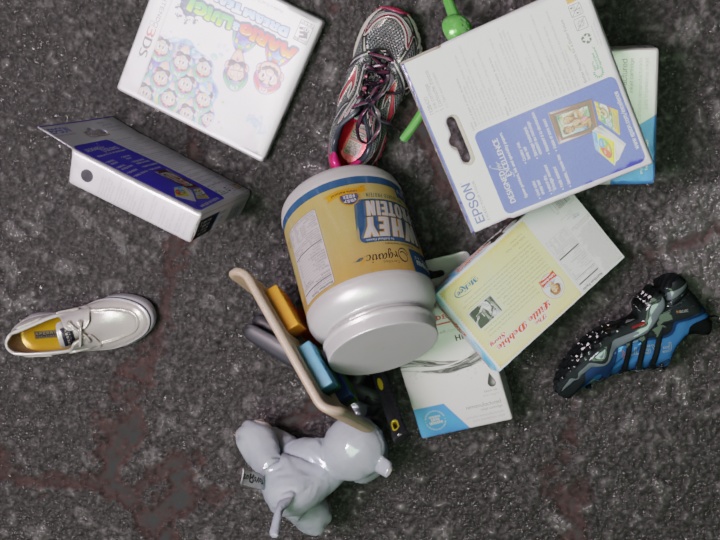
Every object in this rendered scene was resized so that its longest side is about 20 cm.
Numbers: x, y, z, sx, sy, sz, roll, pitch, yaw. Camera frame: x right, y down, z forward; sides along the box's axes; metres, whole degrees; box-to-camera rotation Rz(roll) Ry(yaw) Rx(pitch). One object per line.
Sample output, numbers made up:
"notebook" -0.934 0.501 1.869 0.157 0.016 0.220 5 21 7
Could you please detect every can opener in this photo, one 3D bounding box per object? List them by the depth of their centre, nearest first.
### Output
"can opener" -0.056 0.116 1.164 0.200 0.063 0.079 29 109 1

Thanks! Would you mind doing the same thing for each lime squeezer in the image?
"lime squeezer" 0.085 -0.237 1.018 0.071 0.038 0.200 14 96 35

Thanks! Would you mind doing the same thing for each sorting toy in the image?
"sorting toy" -0.057 0.089 1.044 0.036 0.185 0.200 -37 70 1

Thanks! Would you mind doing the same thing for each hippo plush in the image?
"hippo plush" -0.052 0.220 1.149 0.161 0.200 0.159 -34 69 0

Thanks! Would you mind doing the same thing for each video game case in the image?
"video game case" -0.167 -0.253 1.101 0.200 0.024 0.182 27 108 1

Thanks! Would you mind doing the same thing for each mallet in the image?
"mallet" 0.027 0.110 1.097 0.066 0.200 0.041 -37 137 7

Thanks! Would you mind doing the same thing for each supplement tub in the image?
"supplement tub" 0.000 0.000 1.037 0.145 0.145 0.200 -25 62 15

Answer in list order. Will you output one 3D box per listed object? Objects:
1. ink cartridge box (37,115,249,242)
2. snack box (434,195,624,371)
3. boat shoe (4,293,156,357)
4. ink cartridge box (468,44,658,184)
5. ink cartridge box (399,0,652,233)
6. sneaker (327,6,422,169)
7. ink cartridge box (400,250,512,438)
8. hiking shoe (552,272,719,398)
"ink cartridge box" -0.243 -0.109 1.064 0.200 0.198 0.043 29 105 2
"snack box" 0.189 0.006 1.063 0.200 0.037 0.116 -41 96 -8
"boat shoe" -0.363 0.077 1.203 0.200 0.070 0.071 -7 104 12
"ink cartridge box" 0.217 -0.169 1.025 0.200 0.084 0.145 0 104 11
"ink cartridge box" 0.171 -0.166 0.968 0.200 0.047 0.198 -21 100 16
"sneaker" 0.016 -0.197 1.058 0.081 0.075 0.200 17 107 5
"ink cartridge box" 0.102 0.089 1.126 0.116 0.067 0.200 -15 102 13
"hiking shoe" 0.316 0.095 1.087 0.200 0.074 0.087 -42 94 18
